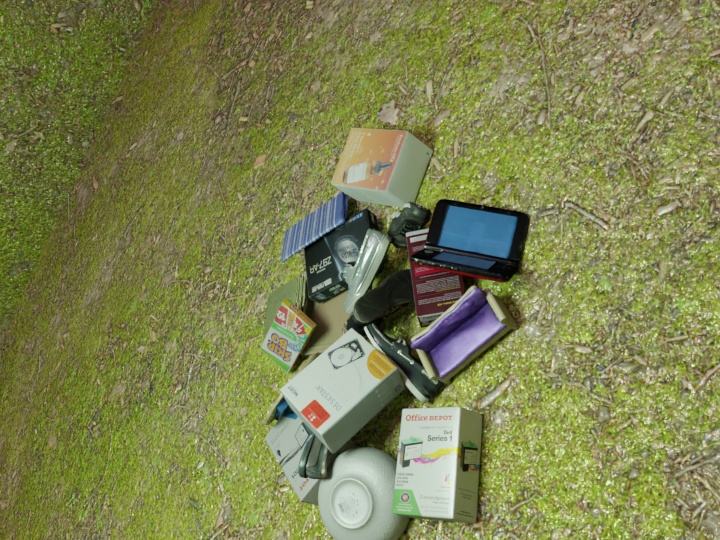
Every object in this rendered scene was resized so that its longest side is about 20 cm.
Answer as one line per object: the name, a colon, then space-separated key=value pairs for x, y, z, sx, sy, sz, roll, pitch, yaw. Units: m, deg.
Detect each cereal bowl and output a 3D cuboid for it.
cereal bowl: x=-0.002 y=0.454 z=1.474 sx=0.197 sy=0.083 sz=0.203 roll=-4 pitch=81 yaw=24

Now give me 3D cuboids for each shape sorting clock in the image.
shape sorting clock: x=-0.155 y=0.266 z=1.697 sx=0.039 sy=0.200 sz=0.201 roll=38 pitch=102 yaw=4

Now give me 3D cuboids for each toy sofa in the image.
toy sofa: x=0.200 y=0.128 z=1.470 sx=0.200 sy=0.097 sz=0.083 roll=-43 pitch=48 yaw=20

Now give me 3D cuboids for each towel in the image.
towel: x=-0.186 y=0.102 z=1.864 sx=0.199 sy=0.036 sz=0.150 roll=-30 pitch=50 yaw=52
towel: x=-0.112 y=-0.107 z=1.853 sx=0.199 sy=0.024 sz=0.146 roll=-32 pitch=28 yaw=20

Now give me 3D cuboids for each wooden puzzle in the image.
wooden puzzle: x=-0.062 y=0.106 z=1.782 sx=0.198 sy=0.037 sz=0.188 roll=-9 pitch=64 yaw=36

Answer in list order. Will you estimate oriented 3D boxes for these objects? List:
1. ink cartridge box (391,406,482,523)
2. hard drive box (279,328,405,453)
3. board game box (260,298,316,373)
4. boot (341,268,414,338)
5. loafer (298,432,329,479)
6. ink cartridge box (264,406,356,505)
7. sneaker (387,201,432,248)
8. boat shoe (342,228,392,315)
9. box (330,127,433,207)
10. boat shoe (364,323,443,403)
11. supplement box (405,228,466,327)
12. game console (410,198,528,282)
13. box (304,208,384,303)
ink cartridge box: x=0.146 y=0.366 z=1.416 sx=0.144 sy=0.084 sz=0.203 roll=-11 pitch=63 yaw=40
hard drive box: x=-0.035 y=0.239 z=1.507 sx=0.199 sy=0.077 sz=0.155 roll=-40 pitch=49 yaw=-16
board game box: x=-0.176 y=0.163 z=1.777 sx=0.095 sy=0.030 sz=0.201 roll=40 pitch=136 yaw=11
boot: x=0.050 y=0.079 z=1.634 sx=0.074 sy=0.199 sz=0.151 roll=52 pitch=150 yaw=12
loafer: x=-0.066 y=0.339 z=1.535 sx=0.062 sy=0.072 sz=0.202 roll=9 pitch=51 yaw=17
ink cartridge box: x=-0.105 y=0.391 z=1.646 sx=0.147 sy=0.085 sz=0.200 roll=-52 pitch=43 yaw=9
sneaker: x=0.103 y=-0.093 z=1.642 sx=0.200 sy=0.066 sz=0.092 roll=161 pitch=129 yaw=-77
boat shoe: x=0.000 y=0.000 z=1.659 sx=0.071 sy=0.070 sz=0.203 roll=28 pitch=106 yaw=6
box: x=0.050 y=-0.247 z=1.786 sx=0.199 sy=0.106 sz=0.154 roll=13 pitch=80 yaw=46
boat shoe: x=0.089 y=0.177 z=1.535 sx=0.060 sy=0.076 sz=0.200 roll=-43 pitch=83 yaw=7
supplement box: x=0.161 y=0.010 z=1.562 sx=0.107 sy=0.061 sz=0.203 roll=-10 pitch=60 yaw=9
game console: x=0.218 y=-0.063 z=1.483 sx=0.197 sy=0.172 sz=0.121 roll=11 pitch=103 yaw=19
box: x=-0.042 y=-0.034 z=1.779 sx=0.198 sy=0.043 sz=0.162 roll=-26 pitch=53 yaw=27
